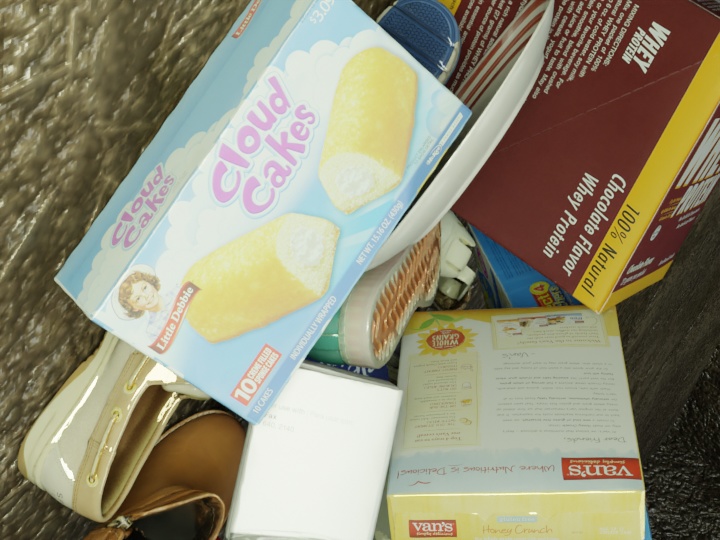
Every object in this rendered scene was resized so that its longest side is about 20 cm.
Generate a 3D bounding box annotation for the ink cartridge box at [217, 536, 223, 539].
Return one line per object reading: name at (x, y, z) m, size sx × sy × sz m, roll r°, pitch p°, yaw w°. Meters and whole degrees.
ink cartridge box at (-0.152, 0.254, 1.043) m, size 0.117 × 0.067 × 0.200 m, roll -57°, pitch 161°, yaw 8°

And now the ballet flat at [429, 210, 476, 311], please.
ballet flat at (0.058, -0.016, 1.104) m, size 0.069 × 0.067 × 0.200 m, roll -56°, pitch 161°, yaw -9°

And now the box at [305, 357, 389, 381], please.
box at (-0.030, 0.075, 0.976) m, size 0.121 × 0.032 × 0.202 m, roll -38°, pitch 130°, yaw -40°

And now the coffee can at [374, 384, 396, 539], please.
coffee can at (0.059, 0.163, 1.160) m, size 0.147 × 0.146 × 0.200 m, roll -53°, pitch -171°, yaw -3°

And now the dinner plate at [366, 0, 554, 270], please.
dinner plate at (0.058, -0.076, 0.822) m, size 0.201 × 0.024 × 0.200 m, roll -56°, pitch -174°, yaw 9°

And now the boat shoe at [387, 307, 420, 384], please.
boat shoe at (0.019, 0.044, 1.106) m, size 0.065 × 0.072 × 0.199 m, roll -54°, pitch 156°, yaw 14°

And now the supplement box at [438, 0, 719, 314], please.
supplement box at (0.145, -0.118, 0.945) m, size 0.132 × 0.199 × 0.199 m, roll -19°, pitch 140°, yaw -59°

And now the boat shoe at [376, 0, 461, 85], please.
boat shoe at (-0.003, -0.069, 0.869) m, size 0.201 × 0.072 × 0.072 m, roll -51°, pitch 170°, yaw 0°

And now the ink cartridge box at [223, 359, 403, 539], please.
ink cartridge box at (-0.037, 0.155, 0.830) m, size 0.146 × 0.085 × 0.203 m, roll 119°, pitch -16°, yaw -87°

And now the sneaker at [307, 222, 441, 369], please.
sneaker at (0.000, 0.000, 0.918) m, size 0.200 × 0.079 × 0.072 m, roll -47°, pitch 139°, yaw -63°

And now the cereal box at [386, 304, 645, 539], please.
cereal box at (0.091, 0.087, 0.859) m, size 0.201 × 0.141 × 0.040 m, roll -80°, pitch 167°, yaw -60°

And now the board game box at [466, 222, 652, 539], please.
board game box at (0.149, 0.081, 1.080) m, size 0.055 × 0.201 × 0.198 m, roll -18°, pitch 126°, yaw -3°

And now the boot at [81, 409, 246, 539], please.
boot at (-0.116, 0.145, 0.864) m, size 0.200 × 0.077 × 0.155 m, roll -42°, pitch 180°, yaw -32°

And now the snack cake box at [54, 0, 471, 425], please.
snack cake box at (-0.049, -0.039, 0.734) m, size 0.115 × 0.067 × 0.201 m, roll 36°, pitch 88°, yaw -34°

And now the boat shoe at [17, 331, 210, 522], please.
boat shoe at (-0.110, 0.053, 0.812) m, size 0.201 × 0.069 × 0.074 m, roll -55°, pitch 161°, yaw 2°
